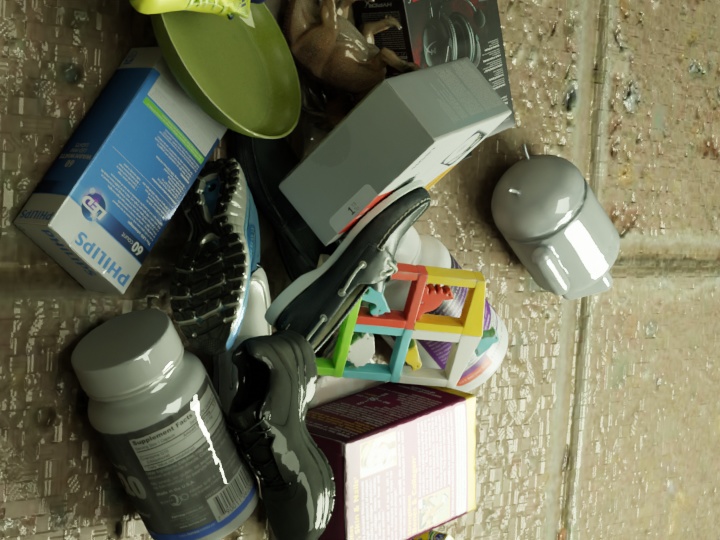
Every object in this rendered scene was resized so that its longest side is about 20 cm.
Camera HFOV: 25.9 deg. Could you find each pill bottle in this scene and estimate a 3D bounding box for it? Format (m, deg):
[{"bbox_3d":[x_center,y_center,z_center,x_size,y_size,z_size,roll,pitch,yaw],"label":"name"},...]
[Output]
[{"bbox_3d":[0.063,0.032,1.642,0.200,0.111,0.112,50,61,-37],"label":"pill bottle"},{"bbox_3d":[-0.176,0.142,1.410,0.114,0.113,0.201,-42,122,-34],"label":"pill bottle"}]

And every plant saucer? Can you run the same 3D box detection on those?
[{"bbox_3d":[-0.128,-0.204,1.424,0.200,0.031,0.201,40,36,-37],"label":"plant saucer"}]

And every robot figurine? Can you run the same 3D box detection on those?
[{"bbox_3d":[0.223,-0.053,1.793,0.200,0.112,0.170,51,33,-37],"label":"robot figurine"}]

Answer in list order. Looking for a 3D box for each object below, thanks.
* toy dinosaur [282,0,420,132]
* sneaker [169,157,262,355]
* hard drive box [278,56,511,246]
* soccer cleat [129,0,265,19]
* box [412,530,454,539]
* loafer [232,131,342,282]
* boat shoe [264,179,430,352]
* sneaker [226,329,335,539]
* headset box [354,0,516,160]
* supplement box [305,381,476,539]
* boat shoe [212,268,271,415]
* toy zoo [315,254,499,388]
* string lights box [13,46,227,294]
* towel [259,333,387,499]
[{"bbox_3d":[-0.028,-0.208,1.552,0.200,0.135,0.086,46,20,-15],"label":"toy dinosaur"},{"bbox_3d":[-0.118,-0.006,1.444,0.090,0.078,0.201,52,32,-47],"label":"sneaker"},{"bbox_3d":[0.036,-0.118,1.500,0.077,0.156,0.200,51,29,7],"label":"hard drive box"},{"bbox_3d":[-0.131,-0.247,1.343,0.084,0.065,0.200,44,26,1],"label":"soccer cleat"},{"bbox_3d":[0.110,0.366,1.762,0.200,0.064,0.070,49,62,-38],"label":"box"},{"bbox_3d":[-0.062,-0.065,1.532,0.068,0.070,0.201,-44,123,-33],"label":"loafer"},{"bbox_3d":[0.000,0.000,1.470,0.200,0.060,0.076,-45,166,12],"label":"boat shoe"},{"bbox_3d":[-0.081,0.154,1.416,0.091,0.076,0.201,5,71,-57],"label":"sneaker"},{"bbox_3d":[0.082,-0.211,1.658,0.148,0.077,0.201,-24,110,-41],"label":"headset box"},{"bbox_3d":[0.017,0.198,1.572,0.199,0.103,0.132,-13,109,-45],"label":"supplement box"},{"bbox_3d":[-0.105,0.090,1.507,0.071,0.070,0.201,5,91,-45],"label":"boat shoe"},{"bbox_3d":[0.044,0.054,1.569,0.199,0.020,0.132,6,120,-14],"label":"toy zoo"},{"bbox_3d":[-0.207,-0.090,1.390,0.103,0.059,0.201,48,62,-37],"label":"string lights box"},{"bbox_3d":[-0.022,0.196,1.632,0.200,0.032,0.191,-55,128,-27],"label":"towel"}]
